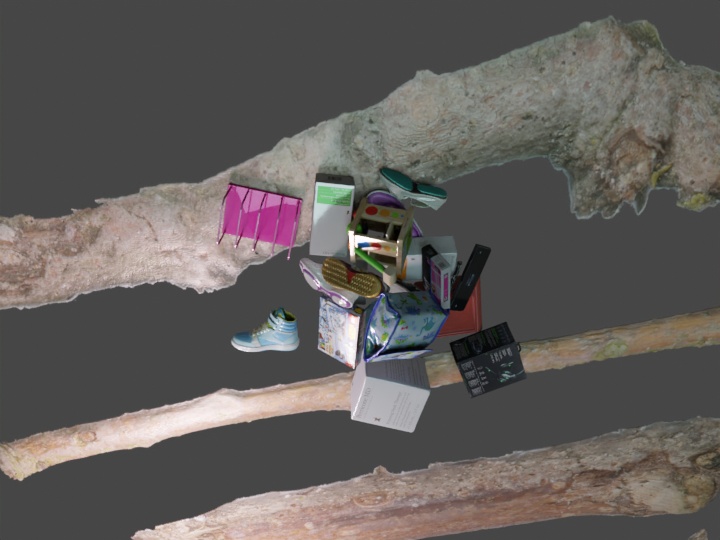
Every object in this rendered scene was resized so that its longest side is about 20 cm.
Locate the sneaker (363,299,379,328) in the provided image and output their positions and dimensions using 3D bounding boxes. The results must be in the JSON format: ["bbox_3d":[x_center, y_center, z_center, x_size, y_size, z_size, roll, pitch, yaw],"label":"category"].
[{"bbox_3d":[0.036,0.124,1.572,0.198,0.074,0.083,2,88,32],"label":"sneaker"}]

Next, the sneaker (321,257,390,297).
[{"bbox_3d":[-0.015,0.025,1.447,0.090,0.198,0.076,15,99,-56],"label":"sneaker"}]

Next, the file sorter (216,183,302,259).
[{"bbox_3d":[-0.264,-0.122,1.423,0.197,0.126,0.141,11,115,-8],"label":"file sorter"}]

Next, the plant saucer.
[{"bbox_3d":[0.263,0.117,1.616,0.196,0.037,0.203,-8,117,2],"label":"plant saucer"}]

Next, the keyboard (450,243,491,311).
[{"bbox_3d":[0.287,0.020,1.517,0.126,0.021,0.202,9,108,-45],"label":"keyboard"}]

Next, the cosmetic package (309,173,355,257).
[{"bbox_3d":[-0.076,-0.145,1.444,0.106,0.085,0.203,3,115,-6],"label":"cosmetic package"}]

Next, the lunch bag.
[{"bbox_3d":[0.109,0.162,1.437,0.168,0.128,0.202,1,130,-32],"label":"lunch bag"}]

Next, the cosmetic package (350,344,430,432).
[{"bbox_3d":[0.085,0.354,1.654,0.197,0.167,0.169,14,116,-8],"label":"cosmetic package"}]

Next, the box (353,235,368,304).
[{"bbox_3d":[0.000,0.000,1.544,0.041,0.039,0.203,1,116,-1],"label":"box"}]

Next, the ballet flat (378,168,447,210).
[{"bbox_3d":[0.132,-0.205,1.439,0.197,0.070,0.070,17,115,-13],"label":"ballet flat"}]

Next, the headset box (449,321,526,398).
[{"bbox_3d":[0.392,0.269,1.651,0.198,0.093,0.175,-22,126,9],"label":"headset box"}]

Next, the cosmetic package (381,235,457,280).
[{"bbox_3d":[0.158,-0.032,1.502,0.197,0.072,0.102,-4,136,-2],"label":"cosmetic package"}]

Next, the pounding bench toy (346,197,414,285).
[{"bbox_3d":[0.036,-0.065,1.382,0.154,0.202,0.125,12,141,11],"label":"pounding bench toy"}]

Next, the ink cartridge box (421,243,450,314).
[{"bbox_3d":[0.201,0.032,1.449,0.037,0.095,0.201,-26,139,-13],"label":"ink cartridge box"}]

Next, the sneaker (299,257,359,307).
[{"bbox_3d":[-0.081,0.020,1.521,0.199,0.100,0.075,35,154,14],"label":"sneaker"}]

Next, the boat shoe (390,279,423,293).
[{"bbox_3d":[0.141,0.071,1.528,0.199,0.061,0.075,39,139,-27],"label":"boat shoe"}]

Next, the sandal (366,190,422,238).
[{"bbox_3d":[0.098,-0.140,1.471,0.202,0.050,0.082,38,109,-20],"label":"sandal"}]

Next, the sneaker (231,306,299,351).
[{"bbox_3d":[-0.276,0.164,1.594,0.197,0.080,0.132,-1,119,-13],"label":"sneaker"}]

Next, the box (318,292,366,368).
[{"bbox_3d":[-0.056,0.172,1.573,0.136,0.040,0.202,25,130,25],"label":"box"}]
